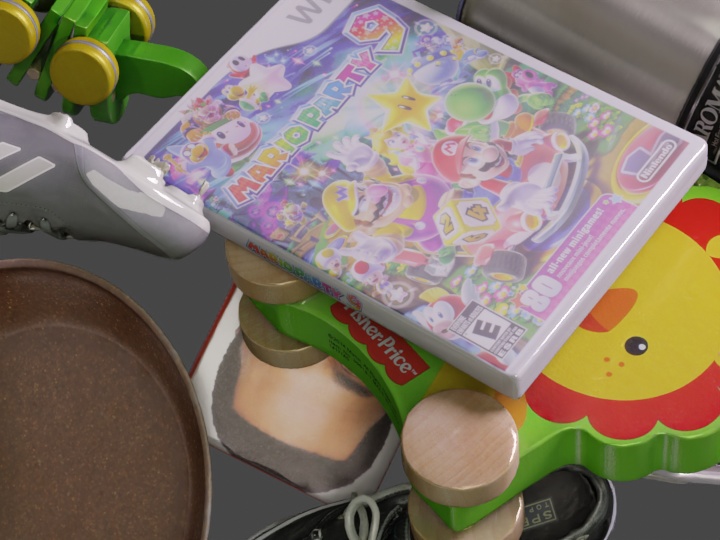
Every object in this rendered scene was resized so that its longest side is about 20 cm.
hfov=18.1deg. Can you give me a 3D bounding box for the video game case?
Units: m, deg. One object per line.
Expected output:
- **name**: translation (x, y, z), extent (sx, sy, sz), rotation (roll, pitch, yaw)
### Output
- **video game case**: translation (0.022, -0.044, 0.932), extent (0.199, 0.018, 0.143), rotation (28, 60, 25)

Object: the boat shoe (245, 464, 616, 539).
- **boat shoe**: translation (0.013, 0.126, 0.953), extent (0.198, 0.068, 0.074), rotation (-15, 81, 5)

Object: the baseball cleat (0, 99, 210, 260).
- **baseball cleat**: translation (-0.161, -0.028, 0.907), extent (0.199, 0.070, 0.107), rotation (25, 84, 12)

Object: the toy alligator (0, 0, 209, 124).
- **toy alligator**: translation (-0.162, -0.115, 1.023), extent (0.199, 0.059, 0.054), rotation (28, 128, -3)

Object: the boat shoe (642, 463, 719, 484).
- **boat shoe**: translation (0.133, 0.063, 1.029), extent (0.198, 0.066, 0.073), rotation (15, 88, -3)

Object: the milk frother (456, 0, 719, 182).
- **milk frother**: translation (0.177, -0.142, 1.008), extent (0.187, 0.200, 0.181), rotation (32, 116, 11)

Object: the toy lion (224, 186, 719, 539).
- **toy lion**: translation (0.070, 0.015, 0.935), extent (0.191, 0.069, 0.200), rotation (-33, 56, -18)

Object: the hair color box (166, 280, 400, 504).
- **hair color box**: translation (0.000, 0.000, 1.025), extent (0.101, 0.061, 0.201), rotation (26, 88, -3)

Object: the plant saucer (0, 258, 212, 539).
- **plant saucer**: translation (-0.144, 0.097, 0.994), extent (0.199, 0.037, 0.202), rotation (-3, 83, 26)
